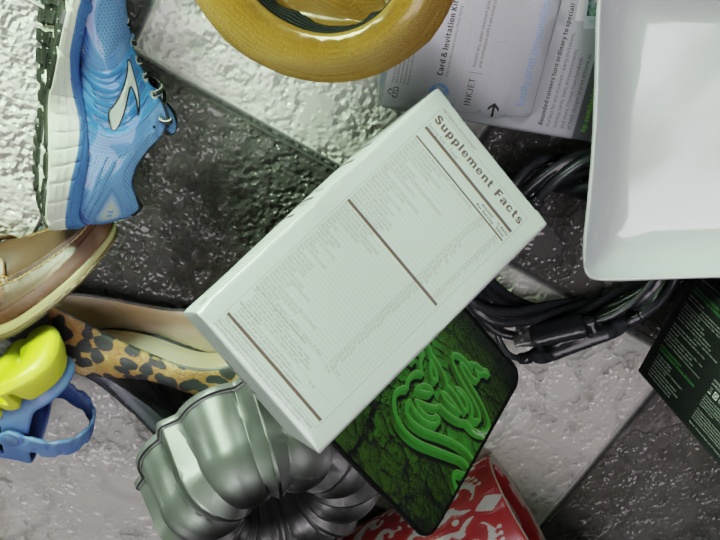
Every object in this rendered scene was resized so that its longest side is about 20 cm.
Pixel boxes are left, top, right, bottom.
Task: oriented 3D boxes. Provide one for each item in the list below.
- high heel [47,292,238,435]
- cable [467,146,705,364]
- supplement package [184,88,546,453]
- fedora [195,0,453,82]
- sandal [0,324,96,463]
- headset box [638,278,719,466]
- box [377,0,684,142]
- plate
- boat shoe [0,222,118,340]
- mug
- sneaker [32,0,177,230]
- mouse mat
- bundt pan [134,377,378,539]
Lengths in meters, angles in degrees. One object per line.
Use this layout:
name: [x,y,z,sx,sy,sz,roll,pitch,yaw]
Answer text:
high heel: [-0.128,0.036,0.793,0.198,0.072,0.143,-30,120,20]
cable: [0.165,-0.019,0.794,0.197,0.051,0.165,-21,118,15]
supplement package: [0.000,0.000,0.686,0.200,0.109,0.114,-43,98,-12]
fedora: [-0.019,-0.216,0.647,0.197,0.082,0.205,6,108,18]
sandal: [-0.272,0.116,0.806,0.198,0.080,0.087,-21,122,33]
headset box: [0.335,0.099,0.775,0.197,0.175,0.094,10,119,-28]
box: [0.121,-0.172,0.717,0.196,0.041,0.158,7,118,-8]
plate: [0.246,-0.093,0.711,0.196,0.032,0.203,-1,111,0]
boat shoe: [-0.265,0.010,0.771,0.198,0.072,0.068,-30,114,11]
mug: [0.055,0.251,0.911,0.198,0.177,0.135,-33,79,9]
sneaker: [-0.166,-0.126,0.714,0.088,0.079,0.203,-2,116,-26]
mouse mat: [0.029,0.073,0.794,0.200,0.162,0.007,48,150,-23]
bundt pan: [-0.066,0.162,0.817,0.198,0.076,0.204,-16,142,-13]
